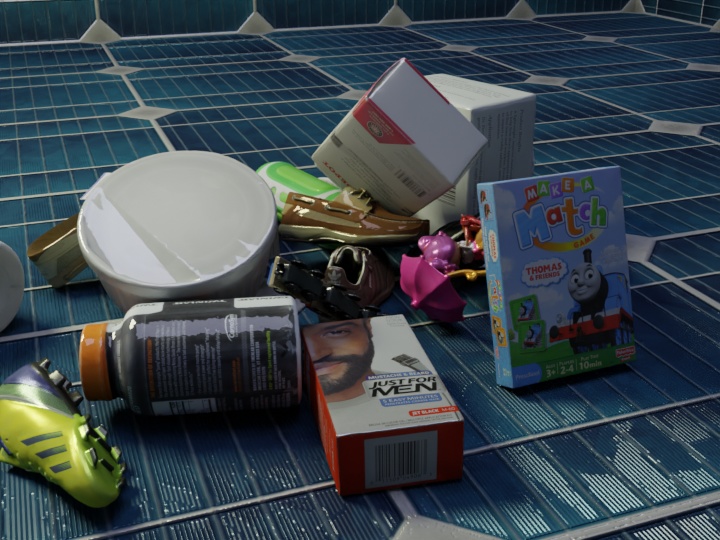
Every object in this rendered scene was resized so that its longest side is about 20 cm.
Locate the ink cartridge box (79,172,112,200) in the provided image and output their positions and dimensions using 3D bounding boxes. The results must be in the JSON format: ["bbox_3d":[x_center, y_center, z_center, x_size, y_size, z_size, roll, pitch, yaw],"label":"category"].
[{"bbox_3d":[-0.299,-0.113,1.353,0.198,0.044,0.198,-1,17,-4],"label":"ink cartridge box"}]

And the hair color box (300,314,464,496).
[{"bbox_3d":[0.013,0.114,0.827,0.110,0.064,0.200,-6,23,-11],"label":"hair color box"}]

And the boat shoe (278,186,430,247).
[{"bbox_3d":[-0.012,-0.068,1.132,0.198,0.075,0.076,4,1,19],"label":"boat shoe"}]

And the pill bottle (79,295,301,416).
[{"bbox_3d":[-0.157,0.081,0.847,0.198,0.107,0.106,-3,23,-7],"label":"pill bottle"}]

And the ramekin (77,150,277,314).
[{"bbox_3d":[-0.186,-0.026,0.947,0.201,0.095,0.203,2,47,-2],"label":"ramekin"}]

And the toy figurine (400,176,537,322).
[{"bbox_3d":[0.133,-0.016,1.030,0.183,0.151,0.201,-10,45,1],"label":"toy figurine"}]

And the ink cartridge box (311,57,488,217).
[{"bbox_3d":[0.042,-0.149,1.121,0.083,0.146,0.200,-51,8,-24],"label":"ink cartridge box"}]

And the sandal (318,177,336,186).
[{"bbox_3d":[0.008,-0.103,1.306,0.059,0.080,0.206,-20,28,-34],"label":"sandal"}]

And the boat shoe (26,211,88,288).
[{"bbox_3d":[-0.309,-0.052,1.121,0.199,0.065,0.072,-34,29,-10],"label":"boat shoe"}]

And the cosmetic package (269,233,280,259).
[{"bbox_3d":[-0.208,-0.041,1.080,0.199,0.085,0.108,-24,49,-21],"label":"cosmetic package"}]

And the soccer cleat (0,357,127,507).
[{"bbox_3d":[-0.262,0.150,0.770,0.084,0.065,0.200,-40,42,-13],"label":"soccer cleat"}]

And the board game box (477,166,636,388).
[{"bbox_3d":[0.199,0.004,0.908,0.150,0.202,0.037,-9,6,-21],"label":"board game box"}]

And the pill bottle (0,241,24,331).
[{"bbox_3d":[-0.486,0.003,1.013,0.199,0.115,0.114,13,26,27],"label":"pill bottle"}]

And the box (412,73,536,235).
[{"bbox_3d":[0.132,-0.162,1.289,0.130,0.200,0.200,-16,28,-34],"label":"box"}]

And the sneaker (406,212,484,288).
[{"bbox_3d":[0.144,-0.050,1.144,0.199,0.076,0.088,-27,23,-13],"label":"sneaker"}]

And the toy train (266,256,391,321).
[{"bbox_3d":[-0.031,0.031,0.926,0.046,0.034,0.200,3,-19,36],"label":"toy train"}]

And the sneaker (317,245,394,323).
[{"bbox_3d":[0.000,0.000,1.071,0.070,0.076,0.200,5,23,11],"label":"sneaker"}]

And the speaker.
[{"bbox_3d":[-0.078,-0.095,1.281,0.088,0.089,0.200,-15,27,-31],"label":"speaker"}]
